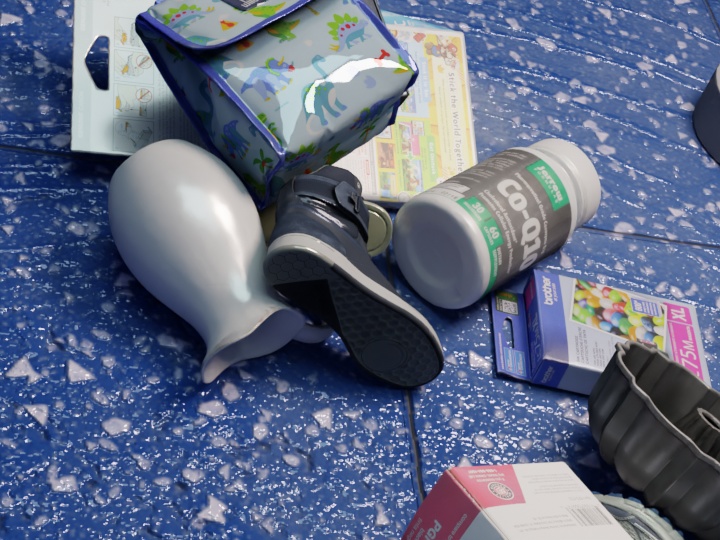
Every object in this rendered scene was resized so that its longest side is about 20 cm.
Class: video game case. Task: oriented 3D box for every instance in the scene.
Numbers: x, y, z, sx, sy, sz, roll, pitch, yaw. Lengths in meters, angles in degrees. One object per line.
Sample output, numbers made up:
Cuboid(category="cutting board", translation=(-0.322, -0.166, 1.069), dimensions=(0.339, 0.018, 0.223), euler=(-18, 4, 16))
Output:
Cuboid(category="video game case", translation=(0.027, -0.157, 1.412), dimensions=(0.182, 0.023, 0.200), euler=(3, 69, -19))

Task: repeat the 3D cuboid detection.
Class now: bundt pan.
Cuboid(category="bundt pan", translation=(0.269, 0.151, 1.166), dimensions=(0.202, 0.076, 0.202), euler=(34, 18, -13))

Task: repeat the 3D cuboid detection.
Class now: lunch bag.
Cuboid(category="lunch bag", translation=(-0.077, -0.188, 1.246), dimensions=(0.170, 0.127, 0.200), euler=(-34, 76, -27))

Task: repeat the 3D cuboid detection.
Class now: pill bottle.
Cuboid(category="pill bottle", translation=(0.133, -0.051, 1.333), dimensions=(0.113, 0.113, 0.200), euler=(41, 47, 21))

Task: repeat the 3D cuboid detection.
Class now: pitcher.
Cuboid(category="pitcher", translation=(-0.117, -0.012, 1.211), dimensions=(0.171, 0.121, 0.200), euler=(-5, 55, -53))

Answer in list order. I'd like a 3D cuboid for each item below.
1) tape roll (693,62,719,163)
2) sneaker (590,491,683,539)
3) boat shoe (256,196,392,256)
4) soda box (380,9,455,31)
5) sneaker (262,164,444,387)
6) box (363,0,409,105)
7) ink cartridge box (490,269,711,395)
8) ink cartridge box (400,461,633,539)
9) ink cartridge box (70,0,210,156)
Cuboid(category="tape roll", translation=(0.492, -0.170, 1.629), dimensions=(0.200, 0.066, 0.200), euler=(10, 44, -10))
Cuboid(category="sneaker", translation=(0.227, 0.250, 1.091), dimensions=(0.200, 0.077, 0.085), euler=(34, 51, 18))
Cuboid(category="boat shoe", translation=(-0.067, -0.061, 1.305), dimensions=(0.199, 0.075, 0.066), euler=(8, 15, 0))
Cuboid(category="soda box", translation=(-0.006, -0.241, 1.495), dimensions=(0.200, 0.068, 0.064), euler=(14, 67, -6))
Cuboid(category="sneaker", translation=(0.001, -0.001, 1.215), dimensions=(0.202, 0.077, 0.146), euler=(44, 27, -29))
Cuboid(category="box", translation=(-0.069, -0.215, 1.354), dimensions=(0.200, 0.051, 0.158), euler=(-11, 75, -26))
Cuboid(category="ink cartridge box", translation=(0.222, 0.064, 1.306), dimensions=(0.200, 0.042, 0.119), euler=(11, 43, -8))
Cuboid(category="ink cartridge box", translation=(0.147, 0.236, 1.020), dimensions=(0.146, 0.083, 0.200), euler=(7, 33, -45))
Cuboid(category="ink cartridge box", translation=(-0.191, -0.184, 1.350), dimensions=(0.173, 0.044, 0.200), euler=(3, 66, -15))
